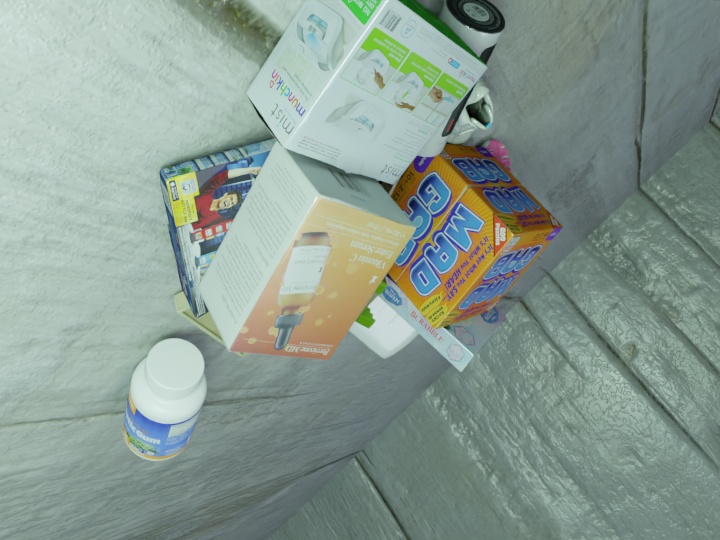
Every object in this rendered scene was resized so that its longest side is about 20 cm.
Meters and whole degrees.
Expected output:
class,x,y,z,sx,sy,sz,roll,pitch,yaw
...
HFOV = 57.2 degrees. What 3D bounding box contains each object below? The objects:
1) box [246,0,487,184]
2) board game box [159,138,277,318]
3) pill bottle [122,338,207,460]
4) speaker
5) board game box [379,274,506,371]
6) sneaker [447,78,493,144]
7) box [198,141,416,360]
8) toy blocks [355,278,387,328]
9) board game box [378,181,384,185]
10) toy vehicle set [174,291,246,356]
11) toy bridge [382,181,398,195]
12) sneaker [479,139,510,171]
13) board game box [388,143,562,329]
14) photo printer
class,x,y,z,sx,sy,sz,roll,pitch,yaw
box,0.012,-0.201,0.703,0.198,0.097,0.177,6,132,-52
board game box,-0.123,-0.065,0.773,0.196,0.062,0.203,-20,138,-22
pill bottle,-0.291,0.192,0.988,0.111,0.113,0.202,-24,154,-38
speaker,0.108,-0.246,0.854,0.080,0.082,0.202,-26,155,-35
board game box,0.140,0.057,1.134,0.041,0.199,0.199,-55,167,29
sneaker,0.157,-0.228,0.975,0.075,0.087,0.200,-41,162,-2
box,-0.062,-0.013,0.737,0.150,0.107,0.202,11,120,-43
toy blocks,0.000,0.000,1.008,0.200,0.098,0.139,-51,-166,57
board game box,-0.023,-0.051,1.035,0.201,0.023,0.105,-53,-176,22
toy vehicle set,-0.166,0.062,0.963,0.122,0.027,0.201,-23,150,7
toy bridge,0.028,-0.146,0.896,0.066,0.027,0.203,-19,136,-23
sneaker,0.223,-0.159,1.266,0.079,0.089,0.204,0,123,-20
board game box,0.164,-0.061,1.075,0.198,0.201,0.201,-10,143,-52
photo printer,0.047,0.070,1.278,0.166,0.070,0.200,-44,124,6
